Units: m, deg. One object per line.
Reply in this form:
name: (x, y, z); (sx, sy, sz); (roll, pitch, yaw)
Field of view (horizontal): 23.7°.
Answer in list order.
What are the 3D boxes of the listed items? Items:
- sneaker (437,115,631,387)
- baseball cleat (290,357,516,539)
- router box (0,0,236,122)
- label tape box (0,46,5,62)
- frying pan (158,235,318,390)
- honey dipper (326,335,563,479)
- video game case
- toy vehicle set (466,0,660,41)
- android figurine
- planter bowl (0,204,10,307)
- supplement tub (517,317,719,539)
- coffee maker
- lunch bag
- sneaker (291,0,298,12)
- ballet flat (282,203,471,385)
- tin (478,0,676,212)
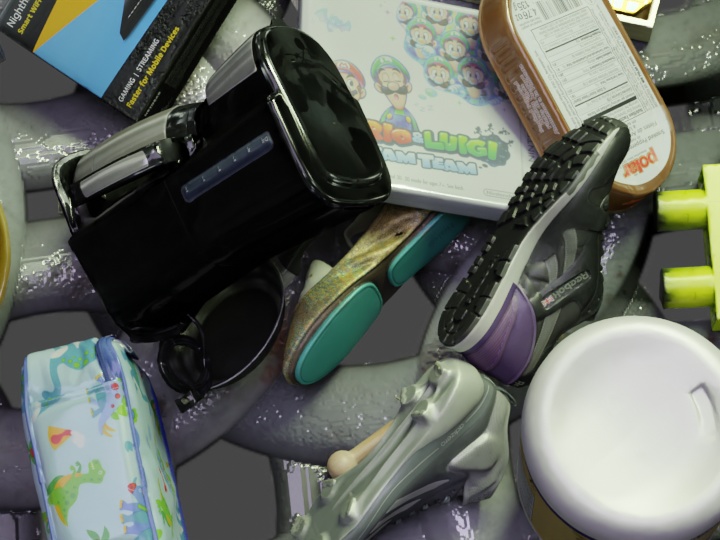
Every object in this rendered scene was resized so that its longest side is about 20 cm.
sneaker: (0.142, -0.011, 1.218); (0.087, 0.076, 0.201); (34, 91, -20)
baseball cleat: (0.035, 0.159, 1.211); (0.106, 0.070, 0.200); (34, 103, -27)
router box: (-0.172, -0.234, 1.341); (0.149, 0.051, 0.201); (33, 93, 14)
label tape box: (-0.403, -0.198, 1.364); (0.199, 0.066, 0.144); (-24, 71, -6)
frying pan: (-0.080, 0.009, 1.267); (0.114, 0.031, 0.191); (17, 70, 45)
honey dipper: (0.059, 0.091, 1.252); (0.199, 0.038, 0.038); (-36, 73, -4)
video game case: (0.048, -0.127, 1.280); (0.198, 0.024, 0.183); (9, 58, -12)
toy vehicle set: (0.150, -0.264, 1.367); (0.198, 0.027, 0.125); (14, 73, 8)
android figurine: (0.319, -0.021, 1.267); (0.198, 0.041, 0.184); (-2, 71, 5)
planter bowl: (-0.366, -0.012, 1.270); (0.199, 0.083, 0.202); (-1, 93, -25)
supplement tub: (0.177, 0.126, 1.134); (0.144, 0.200, 0.147); (-1, 71, 4)
coffee maker: (-0.082, -0.041, 1.171); (0.199, 0.135, 0.193); (-27, 104, 29)
lunch bag: (-0.171, 0.152, 1.181); (0.082, 0.161, 0.202); (-14, 73, -3)
sneaker: (-0.025, -0.287, 1.368); (0.084, 0.075, 0.202); (-12, 83, -34)
ballet flat: (0.000, 0.000, 1.272); (0.071, 0.071, 0.200); (40, 77, 15)
tin: (0.163, -0.141, 1.280); (0.111, 0.042, 0.201); (-26, 86, -30)
